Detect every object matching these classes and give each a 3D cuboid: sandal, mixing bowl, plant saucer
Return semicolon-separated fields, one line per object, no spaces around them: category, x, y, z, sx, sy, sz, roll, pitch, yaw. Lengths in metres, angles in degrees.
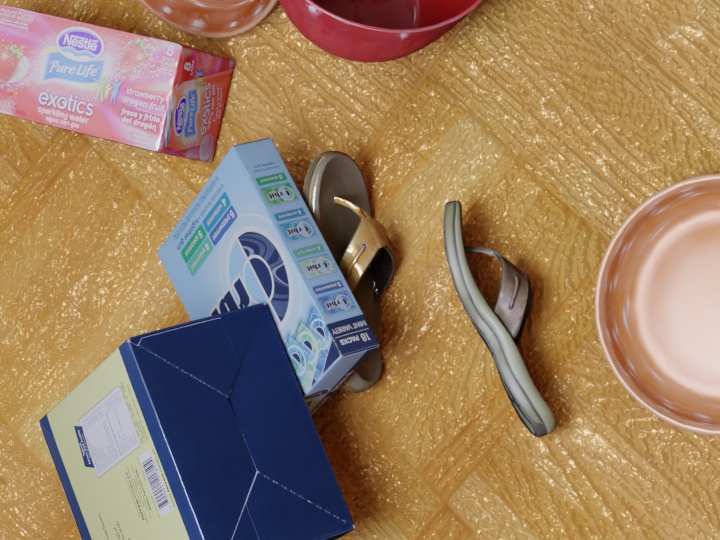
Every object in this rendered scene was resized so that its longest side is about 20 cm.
sandal;0.000;0.000;1.568;0.054;0.080;0.201;-6;91;36
sandal;0.117;0.035;1.527;0.057;0.080;0.202;-26;84;3
mixing bowl;0.007;-0.243;1.539;0.199;0.109;0.201;5;60;-9
plant saucer;0.281;0.026;1.468;0.199;0.037;0.201;-1;88;23
plant saucer;-0.140;-0.297;1.626;0.199;0.032;0.201;17;125;25

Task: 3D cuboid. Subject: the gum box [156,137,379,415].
gum box;-0.081;0.022;1.573;0.201;0.044;0.170;62;141;17

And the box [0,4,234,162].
box;-0.226;-0.164;1.663;0.199;0.103;0.095;15;94;24

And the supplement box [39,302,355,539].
supplement box;-0.138;0.164;1.547;0.200;0.134;0.201;-38;70;52
